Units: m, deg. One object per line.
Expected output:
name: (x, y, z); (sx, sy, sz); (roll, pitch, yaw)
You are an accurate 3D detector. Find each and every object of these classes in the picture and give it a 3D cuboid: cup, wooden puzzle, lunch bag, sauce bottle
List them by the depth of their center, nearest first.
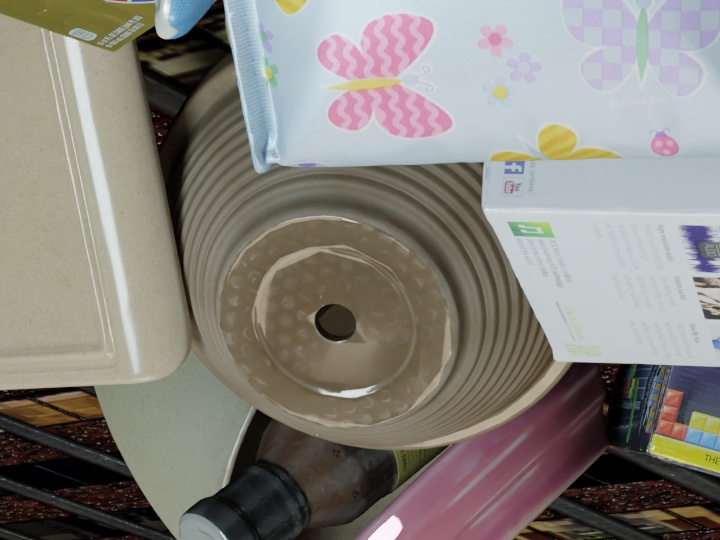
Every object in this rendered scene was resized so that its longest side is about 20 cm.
lunch bag: (0.042, -0.135, 0.730); (0.169, 0.201, 0.127); (0, -156, 13)
wooden puzzle: (-0.177, -0.039, 1.089); (0.199, 0.186, 0.037); (-5, -165, 19)
sauce bottle: (0.000, 0.075, 1.198); (0.065, 0.200, 0.065); (29, 138, 30)
cup: (-0.053, 0.053, 1.303); (0.143, 0.201, 0.200); (28, 174, 31)

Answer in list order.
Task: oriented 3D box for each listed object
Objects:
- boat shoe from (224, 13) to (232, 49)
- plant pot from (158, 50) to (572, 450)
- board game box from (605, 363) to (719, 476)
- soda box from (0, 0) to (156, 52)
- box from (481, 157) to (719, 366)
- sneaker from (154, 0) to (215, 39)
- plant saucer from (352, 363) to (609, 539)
boat shoe: (-0.004, -0.083, 0.926); (0.063, 0.073, 0.201); (-28, -178, 24)
plant pot: (0.000, 0.000, 1.077); (0.200, 0.093, 0.202); (5, 117, 11)
board game box: (0.221, 0.083, 1.192); (0.199, 0.057, 0.165); (16, 176, -2)
soda box: (-0.066, -0.142, 0.898); (0.068, 0.064, 0.200); (17, 158, -28)
box: (0.149, -0.006, 0.821); (0.199, 0.036, 0.144); (2, 160, 14)
sneaker: (-0.128, -0.132, 0.785); (0.199, 0.073, 0.072); (21, 160, -4)
plant saucer: (0.048, 0.117, 1.229); (0.051, 0.200, 0.201); (46, 161, 7)
